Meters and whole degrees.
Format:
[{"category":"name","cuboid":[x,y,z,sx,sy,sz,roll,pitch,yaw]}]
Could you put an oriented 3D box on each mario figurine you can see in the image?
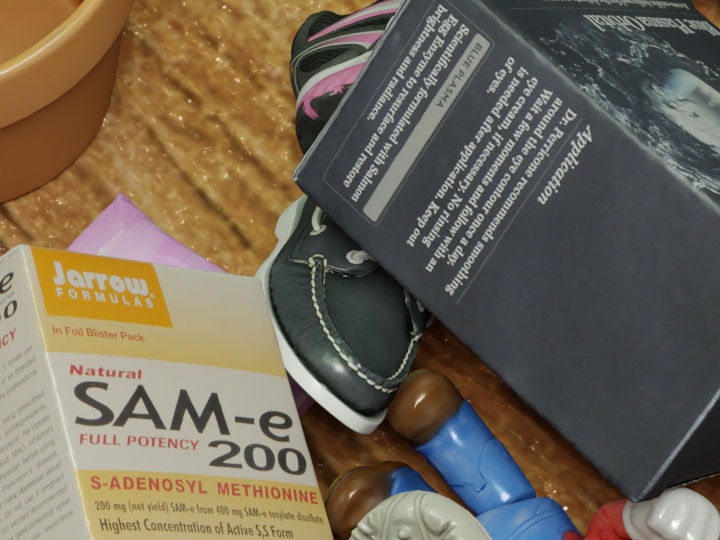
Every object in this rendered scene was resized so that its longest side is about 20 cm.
[{"category":"mario figurine","cuboid":[0.069,0.126,1.085,0.106,0.124,0.200,-32,56,-33]}]

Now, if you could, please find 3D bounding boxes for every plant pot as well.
[{"category":"plant pot","cuboid":[-0.191,-0.121,1.236,0.199,0.140,0.201,-2,60,3]}]

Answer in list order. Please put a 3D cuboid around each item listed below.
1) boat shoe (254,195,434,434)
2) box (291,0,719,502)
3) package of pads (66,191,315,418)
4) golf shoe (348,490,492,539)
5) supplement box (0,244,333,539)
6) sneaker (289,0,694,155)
[{"category":"boat shoe","cuboid":[0.000,0.000,1.134,0.060,0.076,0.200,-42,21,15]},{"category":"box","cuboid":[0.116,-0.022,1.105,0.200,0.196,0.118,43,114,22]},{"category":"package of pads","cuboid":[-0.116,0.075,1.152,0.120,0.076,0.200,33,68,21]},{"category":"golf shoe","cuboid":[0.050,0.150,0.987,0.078,0.201,0.097,1,33,31]},{"category":"supplement box","cuboid":[-0.078,0.098,1.003,0.073,0.126,0.201,-35,61,36]},{"category":"sneaker","cuboid":[0.058,-0.113,1.250,0.199,0.081,0.087,-11,46,-10]}]
